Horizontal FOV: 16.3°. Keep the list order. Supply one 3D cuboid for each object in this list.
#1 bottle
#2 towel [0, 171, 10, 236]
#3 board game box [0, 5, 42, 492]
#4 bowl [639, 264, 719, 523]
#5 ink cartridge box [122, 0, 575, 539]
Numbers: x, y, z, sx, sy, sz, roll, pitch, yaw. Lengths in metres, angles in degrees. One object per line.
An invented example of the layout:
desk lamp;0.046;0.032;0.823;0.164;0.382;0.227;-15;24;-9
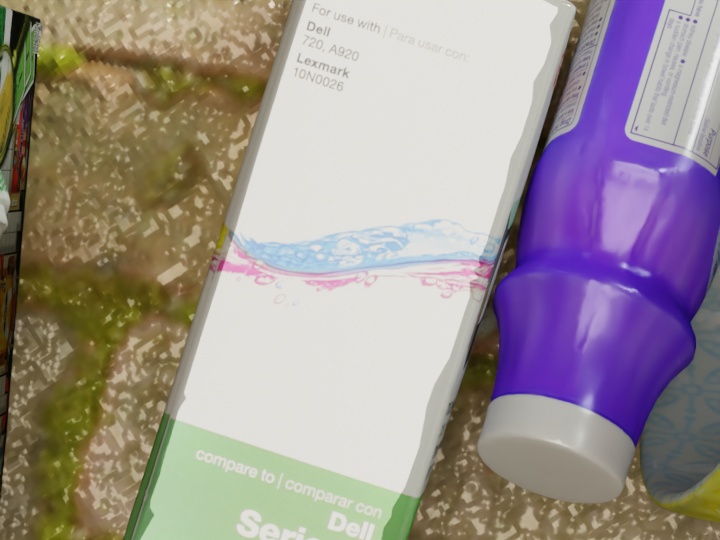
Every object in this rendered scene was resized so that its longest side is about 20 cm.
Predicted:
bottle;0.087;-0.026;0.796;0.065;0.084;0.201;16;66;7
towel;-0.174;-0.068;0.806;0.149;0.031;0.201;-37;60;37
board game box;-0.132;0.013;0.834;0.023;0.105;0.202;5;93;5
bowl;0.174;-0.003;0.774;0.107;0.200;0.202;21;93;-5
ink cartridge box;0.000;0.000;0.805;0.083;0.145;0.202;18;93;2
